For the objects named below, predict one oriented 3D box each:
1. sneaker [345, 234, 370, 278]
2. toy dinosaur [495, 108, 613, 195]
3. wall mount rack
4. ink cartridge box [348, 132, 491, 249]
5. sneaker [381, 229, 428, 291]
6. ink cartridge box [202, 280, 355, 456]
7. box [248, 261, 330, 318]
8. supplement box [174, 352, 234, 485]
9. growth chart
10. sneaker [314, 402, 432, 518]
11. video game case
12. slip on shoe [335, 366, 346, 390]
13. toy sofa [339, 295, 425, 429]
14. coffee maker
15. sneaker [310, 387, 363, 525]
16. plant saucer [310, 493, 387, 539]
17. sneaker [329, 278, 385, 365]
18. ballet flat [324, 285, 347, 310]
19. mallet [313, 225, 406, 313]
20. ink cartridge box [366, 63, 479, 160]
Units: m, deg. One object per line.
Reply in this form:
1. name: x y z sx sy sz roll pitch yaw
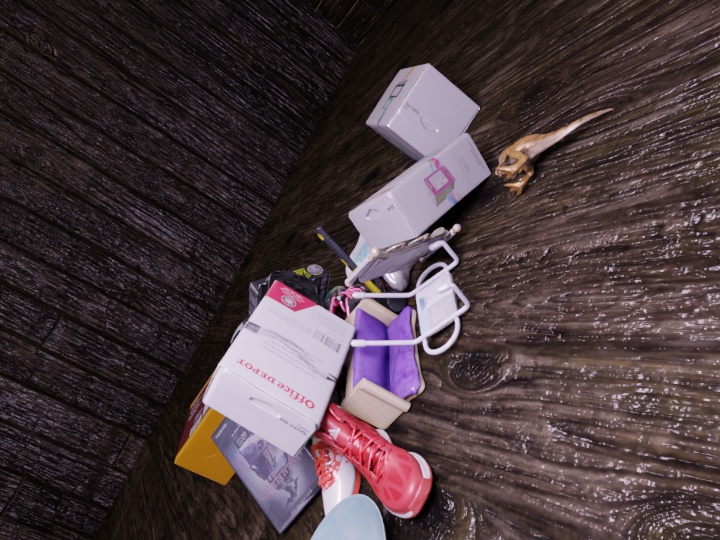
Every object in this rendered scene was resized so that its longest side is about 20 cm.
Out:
1. sneaker: 0.042 -0.058 1.118 0.081 0.074 0.202 -6 51 38
2. toy dinosaur: 0.239 -0.170 0.771 0.107 0.060 0.199 -62 19 -14
3. wall mount rack: 0.073 0.047 0.811 0.173 0.075 0.201 -36 25 21
4. ink cartridge box: 0.096 -0.127 0.916 0.199 0.085 0.144 -38 10 -27
5. sneaker: 0.074 -0.052 0.992 0.099 0.075 0.202 -28 39 26
6. ink cartridge box: -0.104 0.128 0.756 0.084 0.144 0.201 -55 6 33
7. box: -0.148 0.091 1.116 0.044 0.159 0.202 45 139 36
8. supplement box: -0.317 0.345 1.298 0.198 0.132 0.201 -53 19 18
9. growth chart: 0.068 -0.024 0.845 0.198 0.018 0.145 -18 -16 -36
10. sneaker: 0.001 0.230 0.680 0.079 0.115 0.200 -62 19 -12
11. video game case: -0.149 0.299 0.889 0.143 0.200 0.019 -52 -22 20
12. slip on shoe: -0.053 0.188 0.970 0.060 0.076 0.201 -25 30 30
13. toy sofa: 0.029 0.124 0.825 0.098 0.082 0.201 -50 20 28
14. coffee maker: -0.135 0.133 0.967 0.193 0.133 0.202 53 135 40
15. sneaker: -0.054 0.258 0.792 0.067 0.107 0.203 -43 24 38
16. plant saucer: -0.018 0.369 0.638 0.201 0.038 0.202 -50 21 27
17. sneaker: -0.015 0.064 0.969 0.078 0.096 0.202 -3 45 29
18. ballet flat: -0.068 0.130 1.117 0.202 0.072 0.072 -59 19 0
19. mallet: 0.000 0.000 0.920 0.041 0.201 0.066 -49 19 -28
20. ink cartridge box: 0.126 -0.330 1.172 0.147 0.146 0.200 -55 19 7
